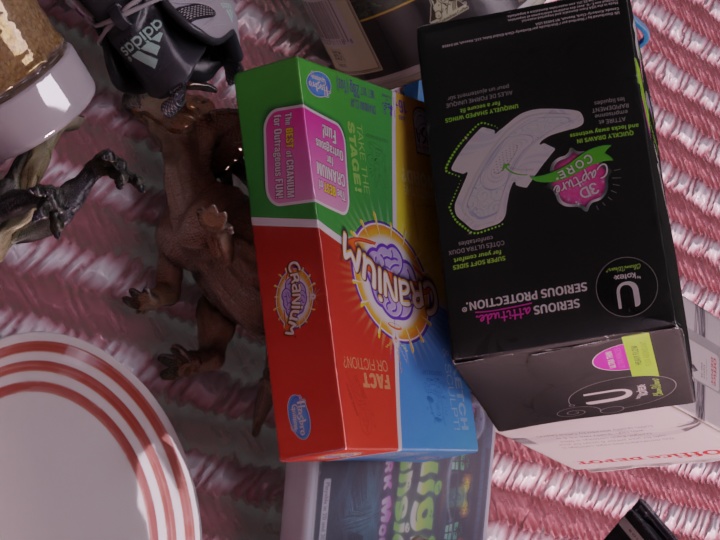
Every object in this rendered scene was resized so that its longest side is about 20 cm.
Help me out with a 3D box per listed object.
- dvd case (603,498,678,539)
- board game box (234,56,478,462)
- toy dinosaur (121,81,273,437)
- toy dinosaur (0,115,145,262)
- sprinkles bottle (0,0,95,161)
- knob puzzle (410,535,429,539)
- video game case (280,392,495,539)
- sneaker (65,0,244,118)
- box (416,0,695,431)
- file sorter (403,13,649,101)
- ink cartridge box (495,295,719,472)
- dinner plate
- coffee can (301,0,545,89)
[{"bbox_3d":[0.182,0.238,1.170,0.016,0.200,0.149,-31,72,-28],"label":"dvd case"},{"bbox_3d":[0.000,0.000,1.025,0.153,0.040,0.202,9,71,-60],"label":"board game box"},{"bbox_3d":[-0.062,-0.012,1.052,0.201,0.085,0.136,64,31,-26],"label":"toy dinosaur"},{"bbox_3d":[-0.158,-0.030,0.919,0.048,0.088,0.200,56,41,-25],"label":"toy dinosaur"},{"bbox_3d":[-0.204,-0.150,0.911,0.201,0.068,0.068,59,40,-23],"label":"sprinkles bottle"},{"bbox_3d":[-0.003,0.236,1.041,0.219,0.030,0.221,-39,138,-45],"label":"knob puzzle"},{"bbox_3d":[0.016,0.167,1.103,0.181,0.023,0.202,2,93,-53],"label":"video game case"},{"bbox_3d":[-0.124,-0.143,0.987,0.199,0.077,0.141,9,58,-51],"label":"sneaker"},{"bbox_3d":[0.113,-0.029,1.087,0.149,0.123,0.202,55,28,-66],"label":"box"},{"bbox_3d":[0.121,-0.168,1.310,0.138,0.122,0.202,30,56,-46],"label":"file sorter"},{"bbox_3d":[0.150,0.064,1.254,0.199,0.146,0.084,27,61,-47],"label":"ink cartridge box"},{"bbox_3d":[-0.151,0.131,0.933,0.200,0.024,0.202,23,61,-48],"label":"dinner plate"},{"bbox_3d":[0.010,-0.229,1.159,0.201,0.146,0.146,62,38,-19],"label":"coffee can"}]
